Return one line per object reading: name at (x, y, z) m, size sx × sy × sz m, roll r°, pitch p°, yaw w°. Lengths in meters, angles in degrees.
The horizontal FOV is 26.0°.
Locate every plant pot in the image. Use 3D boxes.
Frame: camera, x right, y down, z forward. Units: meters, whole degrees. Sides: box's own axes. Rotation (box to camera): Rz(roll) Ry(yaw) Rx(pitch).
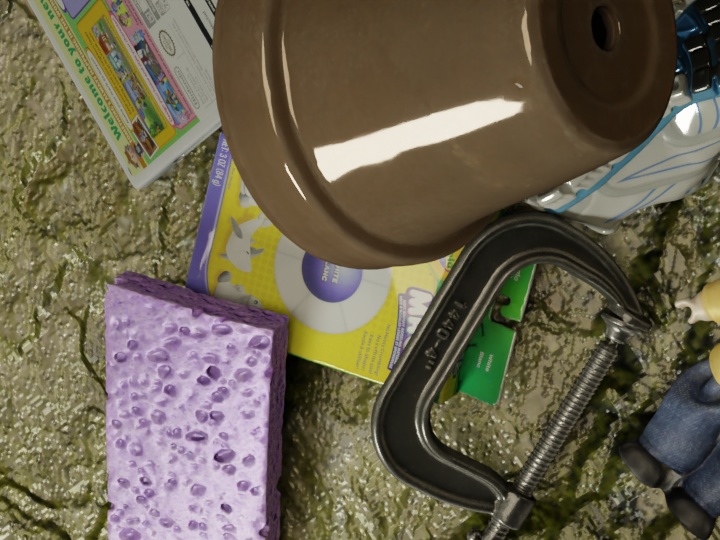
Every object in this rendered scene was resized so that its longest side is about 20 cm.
plant pot at (0.055, -0.106, 0.761) m, size 0.173 × 0.199 × 0.203 m, roll -5°, pitch 93°, yaw 46°

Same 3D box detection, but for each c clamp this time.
c clamp at (0.097, 0.073, 0.885) m, size 0.169 × 0.027 × 0.202 m, roll 22°, pitch 102°, yaw -13°

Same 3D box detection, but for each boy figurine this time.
boy figurine at (0.227, 0.048, 0.845) m, size 0.124 × 0.064 × 0.200 m, roll 43°, pitch 105°, yaw 11°

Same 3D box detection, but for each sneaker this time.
sneaker at (0.179, -0.088, 0.841) m, size 0.199 × 0.086 × 0.076 m, roll -36°, pitch 42°, yaw 31°

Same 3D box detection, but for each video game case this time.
video game case at (-0.138, -0.167, 0.911) m, size 0.182 × 0.022 × 0.202 m, roll -29°, pitch 91°, yaw 53°

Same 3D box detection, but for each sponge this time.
sponge at (-0.101, 0.106, 0.945) m, size 0.110 × 0.030 × 0.202 m, roll 13°, pitch 116°, yaw 18°

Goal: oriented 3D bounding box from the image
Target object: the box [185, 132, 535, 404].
box at (0.000, 0.000, 0.919) m, size 0.198 × 0.048 × 0.119 m, roll 17°, pitch 100°, yaw 15°
